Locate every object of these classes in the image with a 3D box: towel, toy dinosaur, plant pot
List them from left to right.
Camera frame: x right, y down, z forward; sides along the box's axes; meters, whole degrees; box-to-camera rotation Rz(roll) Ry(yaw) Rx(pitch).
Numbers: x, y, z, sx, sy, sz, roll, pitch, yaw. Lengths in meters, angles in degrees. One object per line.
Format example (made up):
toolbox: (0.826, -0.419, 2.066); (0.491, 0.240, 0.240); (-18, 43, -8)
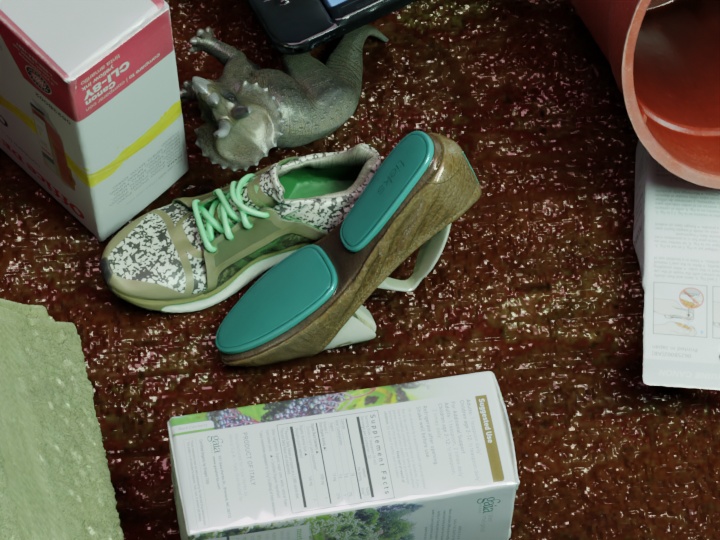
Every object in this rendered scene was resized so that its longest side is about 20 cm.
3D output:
towel: (-0.211, 0.099, 1.652); (0.148, 0.036, 0.201); (12, 51, -46)
toy dinosaur: (-0.053, -0.110, 1.802); (0.199, 0.077, 0.102); (-9, 47, -45)
plant pot: (0.218, -0.185, 1.757); (0.200, 0.202, 0.195); (-17, 35, -11)

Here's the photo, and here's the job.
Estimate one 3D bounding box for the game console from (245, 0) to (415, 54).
game console: (-0.004, -0.265, 1.777); (0.199, 0.117, 0.176); (-26, 61, -8)

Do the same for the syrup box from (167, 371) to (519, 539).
syrup box: (-0.010, 0.125, 1.660); (0.199, 0.079, 0.082); (-9, 60, -6)

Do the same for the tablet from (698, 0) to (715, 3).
tablet: (0.326, -0.183, 1.882); (0.200, 0.014, 0.130); (35, 65, 17)

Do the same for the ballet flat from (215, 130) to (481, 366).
ballet flat: (0.000, 0.000, 1.726); (0.200, 0.072, 0.068); (-46, 36, 12)

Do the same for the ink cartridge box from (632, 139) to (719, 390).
ink cartridge box: (0.253, -0.003, 1.759); (0.162, 0.057, 0.201); (4, 64, 1)

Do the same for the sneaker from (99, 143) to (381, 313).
sneaker: (-0.070, -0.040, 1.747); (0.199, 0.089, 0.077); (-19, 62, -11)

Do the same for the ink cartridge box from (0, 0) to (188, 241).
ink cartridge box: (-0.186, -0.130, 1.734); (0.083, 0.200, 0.145); (-41, 68, -18)
